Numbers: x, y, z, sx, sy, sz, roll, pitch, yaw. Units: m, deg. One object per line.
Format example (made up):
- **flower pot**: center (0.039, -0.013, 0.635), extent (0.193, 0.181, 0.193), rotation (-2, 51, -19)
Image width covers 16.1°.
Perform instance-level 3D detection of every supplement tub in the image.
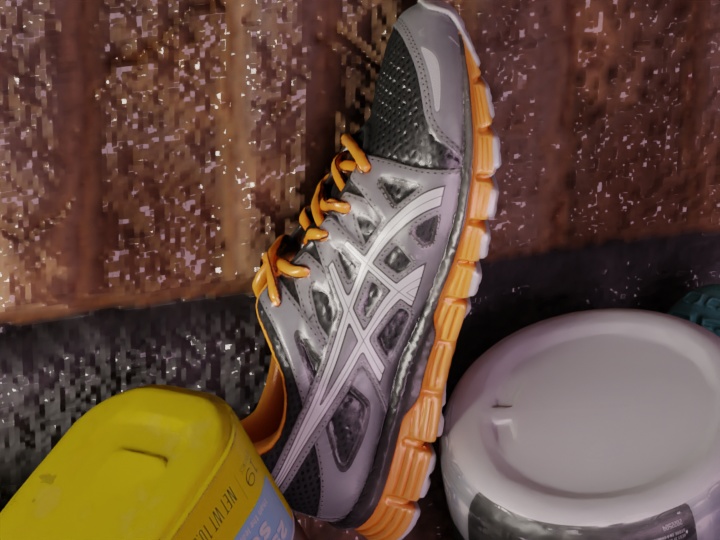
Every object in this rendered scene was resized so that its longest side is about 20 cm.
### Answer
- **supplement tub**: center (0.100, 0.124, 0.970), extent (0.122, 0.123, 0.201), rotation (-23, 132, -14)

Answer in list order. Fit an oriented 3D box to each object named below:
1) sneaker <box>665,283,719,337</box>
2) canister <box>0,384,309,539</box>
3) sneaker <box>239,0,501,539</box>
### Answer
- **sneaker**: center (0.174, 0.079, 1.037), extent (0.091, 0.077, 0.201), rotation (-37, 126, -26)
- **canister**: center (-0.059, 0.158, 0.908), extent (0.149, 0.086, 0.201), rotation (-54, 133, -31)
- **sneaker**: center (0.000, 0.000, 0.914), extent (0.077, 0.078, 0.201), rotation (10, 101, -8)
